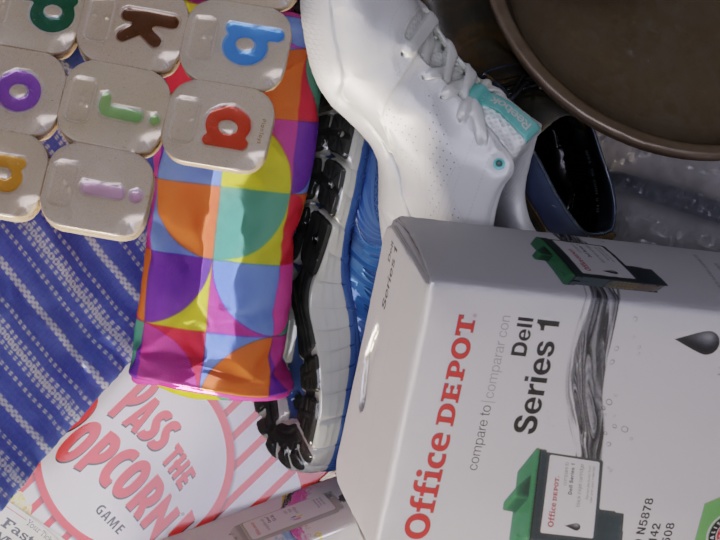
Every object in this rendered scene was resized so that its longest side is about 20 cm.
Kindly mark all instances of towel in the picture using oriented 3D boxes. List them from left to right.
[{"bbox_3d":[-0.150,0.000,1.322,0.200,0.024,0.145,-49,123,-20],"label":"towel"}]

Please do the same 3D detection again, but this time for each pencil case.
[{"bbox_3d":[-0.061,-0.037,1.319,0.088,0.088,0.200,9,94,4],"label":"pencil case"}]

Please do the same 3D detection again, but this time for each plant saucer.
[{"bbox_3d":[0.153,-0.137,1.340,0.200,0.029,0.200,6,63,-11],"label":"plant saucer"}]

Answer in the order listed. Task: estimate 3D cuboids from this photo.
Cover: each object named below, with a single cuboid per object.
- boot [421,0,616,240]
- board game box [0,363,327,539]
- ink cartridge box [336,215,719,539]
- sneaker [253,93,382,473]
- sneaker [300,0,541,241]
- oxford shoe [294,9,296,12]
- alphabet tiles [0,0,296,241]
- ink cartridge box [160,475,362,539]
[{"bbox_3d":[0.073,-0.097,1.351,0.075,0.097,0.200,-21,102,-39],"label":"boot"},{"bbox_3d":[-0.133,0.111,1.413,0.152,0.046,0.200,45,95,0],"label":"board game box"},{"bbox_3d":[0.102,0.064,1.278,0.200,0.084,0.146,5,111,-14],"label":"ink cartridge box"},{"bbox_3d":[0.000,0.000,1.374,0.089,0.079,0.200,2,93,-35],"label":"sneaker"},{"bbox_3d":[0.040,-0.076,1.289,0.088,0.075,0.200,-2,121,37],"label":"sneaker"},{"bbox_3d":[-0.091,-0.166,1.382,0.071,0.071,0.200,-24,93,9],"label":"oxford shoe"},{"bbox_3d":[-0.129,-0.115,1.269,0.195,0.015,0.200,9,74,6],"label":"alphabet tiles"},{"bbox_3d":[-0.026,0.176,1.369,0.200,0.068,0.117,-20,110,-5],"label":"ink cartridge box"}]
